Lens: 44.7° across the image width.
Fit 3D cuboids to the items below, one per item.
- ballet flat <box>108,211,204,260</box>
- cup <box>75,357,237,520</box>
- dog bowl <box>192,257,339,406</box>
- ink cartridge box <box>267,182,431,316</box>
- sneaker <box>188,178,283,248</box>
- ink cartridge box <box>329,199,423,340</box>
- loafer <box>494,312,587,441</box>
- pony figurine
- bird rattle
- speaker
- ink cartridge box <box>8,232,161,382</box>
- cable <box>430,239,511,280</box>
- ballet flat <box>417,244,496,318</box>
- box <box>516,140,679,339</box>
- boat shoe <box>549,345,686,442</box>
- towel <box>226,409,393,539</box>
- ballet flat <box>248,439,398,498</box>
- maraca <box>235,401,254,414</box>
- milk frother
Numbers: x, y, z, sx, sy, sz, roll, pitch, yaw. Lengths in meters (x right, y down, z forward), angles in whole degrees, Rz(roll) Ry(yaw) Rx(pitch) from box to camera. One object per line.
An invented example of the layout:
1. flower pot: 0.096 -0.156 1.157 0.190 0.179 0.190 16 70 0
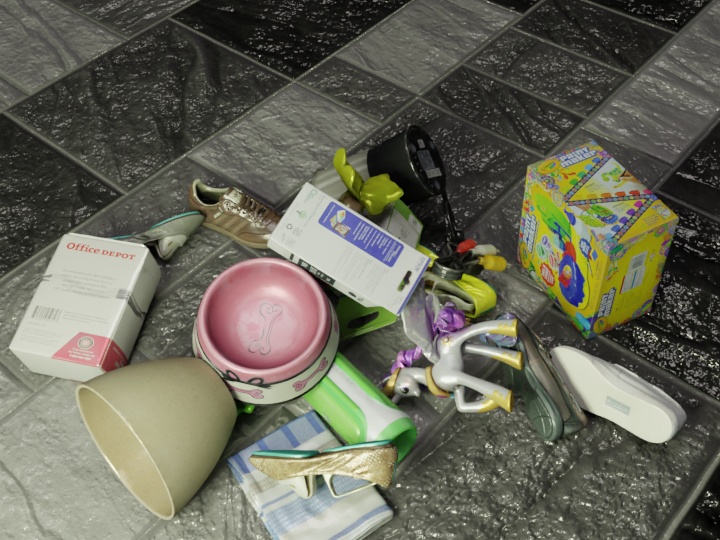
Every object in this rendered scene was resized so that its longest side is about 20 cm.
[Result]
1. ballet flat: -0.343 -0.037 1.423 0.200 0.067 0.064 -18 76 -12
2. cup: -0.244 0.191 1.112 0.200 0.201 0.143 34 52 29
3. dog bowl: -0.126 0.071 1.152 0.200 0.074 0.200 1 63 -1
4. ink cartridge box: -0.014 -0.024 1.165 0.200 0.039 0.100 32 68 1
5. sneaker: -0.200 -0.095 1.448 0.200 0.076 0.070 15 50 17
6. ink cartridge box: 0.000 0.000 1.305 0.148 0.076 0.200 -21 35 35
7. loafer: 0.247 0.144 1.220 0.063 0.072 0.200 -7 54 -19
8. pony figurine: 0.119 0.106 1.202 0.200 0.167 0.193 0 72 23
9. bird rattle: -0.030 -0.065 1.279 0.113 0.163 0.200 28 82 -8
10. speaker: -0.016 0.176 1.183 0.088 0.089 0.200 -33 54 -25
11. ink cartridge box: -0.398 0.057 1.289 0.146 0.083 0.200 9 60 12
12. cable: 0.146 -0.023 1.277 0.097 0.050 0.200 33 15 25
13. ballet flat: 0.113 0.015 1.337 0.200 0.067 0.067 28 46 22
14. box: 0.340 -0.045 1.292 0.122 0.200 0.193 -22 49 -16
15. boat shoe: 0.350 0.161 1.198 0.200 0.072 0.068 25 24 37
16. towel: -0.068 0.281 1.132 0.147 0.024 0.200 -27 51 -21
17. ballet flat: -0.049 0.252 1.092 0.200 0.070 0.065 -9 81 22
18. maraca: -0.166 0.121 1.231 0.137 0.107 0.200 3 60 37
19. milk frother: 0.054 -0.100 1.412 0.188 0.180 0.200 -21 73 30
